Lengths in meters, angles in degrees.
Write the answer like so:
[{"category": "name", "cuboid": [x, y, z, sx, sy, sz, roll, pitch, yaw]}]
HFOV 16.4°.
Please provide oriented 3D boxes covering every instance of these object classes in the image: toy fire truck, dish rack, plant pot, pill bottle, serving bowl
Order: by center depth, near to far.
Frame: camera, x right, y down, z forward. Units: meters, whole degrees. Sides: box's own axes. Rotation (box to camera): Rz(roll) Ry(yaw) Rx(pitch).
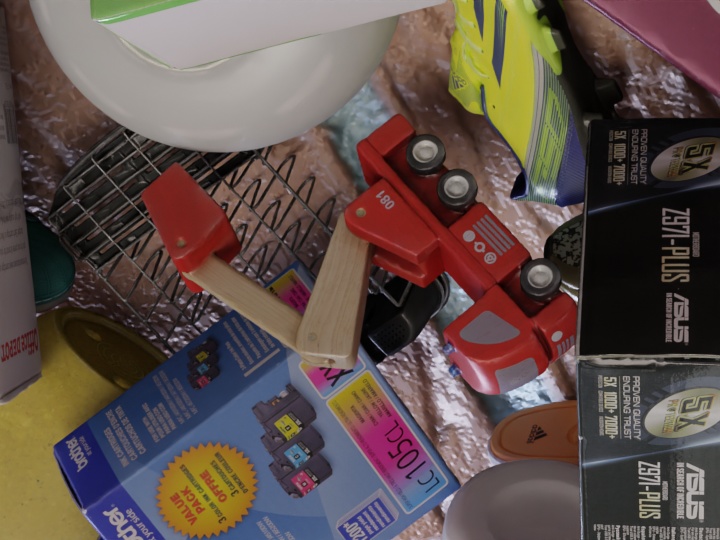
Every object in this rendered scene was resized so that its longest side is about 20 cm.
[{"category": "serving bowl", "cuboid": [-0.080, -0.148, 1.234, 0.198, 0.066, 0.202, 5, 112, 12]}, {"category": "toy fire truck", "cuboid": [0.000, 0.000, 1.244, 0.200, 0.141, 0.049, 48, 171, 22]}, {"category": "pill bottle", "cuboid": [0.090, 0.210, 1.359, 0.111, 0.113, 0.201, 12, 128, 7]}, {"category": "dish rack", "cuboid": [-0.067, -0.008, 1.371, 0.153, 0.055, 0.200, -34, 109, 31]}, {"category": "plant pot", "cuboid": [-0.168, 0.107, 1.414, 0.199, 0.200, 0.142, 34, 103, -10]}]

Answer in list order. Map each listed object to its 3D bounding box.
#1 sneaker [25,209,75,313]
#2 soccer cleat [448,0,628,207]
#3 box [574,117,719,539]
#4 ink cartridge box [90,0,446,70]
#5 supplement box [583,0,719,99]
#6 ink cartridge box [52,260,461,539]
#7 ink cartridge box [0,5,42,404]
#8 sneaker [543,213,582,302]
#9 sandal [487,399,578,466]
[{"category": "sneaker", "cuboid": [-0.246, -0.044, 1.382, 0.199, 0.072, 0.080, 25, 132, -1]}, {"category": "soccer cleat", "cuboid": [0.070, -0.115, 1.247, 0.083, 0.065, 0.201, -11, 121, 27]}, {"category": "box", "cuboid": [0.149, 0.055, 1.186, 0.085, 0.164, 0.201, 1, 132, 8]}, {"category": "ink cartridge box", "cuboid": [-0.047, -0.209, 1.123, 0.144, 0.202, 0.084, -12, 163, 23]}, {"category": "supplement box", "cuboid": [0.152, -0.169, 1.134, 0.199, 0.103, 0.131, 33, 102, -9]}, {"category": "ink cartridge box", "cuboid": [-0.067, 0.114, 1.321, 0.199, 0.076, 0.137, -36, 120, -1]}, {"category": "ink cartridge box", "cuboid": [-0.221, -0.035, 1.277, 0.085, 0.146, 0.202, -4, 93, 1]}, {"category": "sneaker", "cuboid": [0.188, -0.031, 1.258, 0.198, 0.077, 0.089, -7, 140, 11]}, {"category": "sandal", "cuboid": [0.159, 0.076, 1.349, 0.205, 0.079, 0.060, -6, 126, 22]}]
